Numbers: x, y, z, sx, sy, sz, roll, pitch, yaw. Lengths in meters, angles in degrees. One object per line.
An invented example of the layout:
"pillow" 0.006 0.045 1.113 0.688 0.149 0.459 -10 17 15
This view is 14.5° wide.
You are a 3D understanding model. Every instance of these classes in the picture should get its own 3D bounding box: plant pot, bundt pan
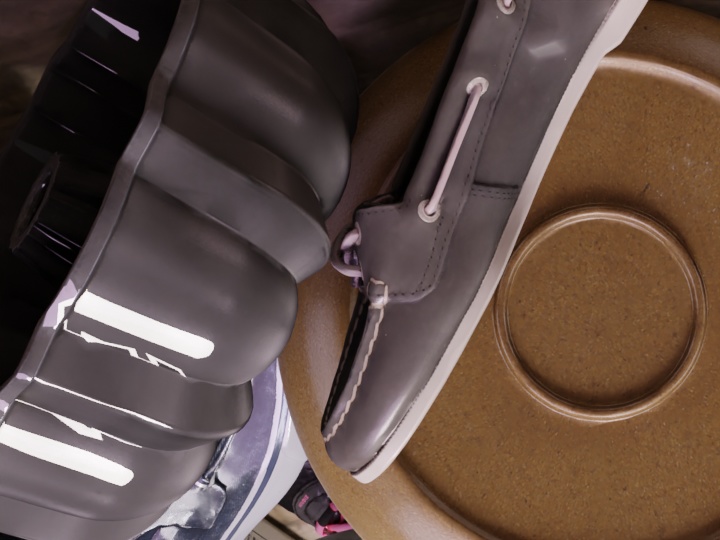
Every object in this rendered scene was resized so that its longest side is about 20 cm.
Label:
"plant pot" 0.073 0.013 0.865 0.199 0.201 0.027 7 176 0
"bundt pan" -0.065 -0.005 0.847 0.075 0.203 0.202 25 146 -16

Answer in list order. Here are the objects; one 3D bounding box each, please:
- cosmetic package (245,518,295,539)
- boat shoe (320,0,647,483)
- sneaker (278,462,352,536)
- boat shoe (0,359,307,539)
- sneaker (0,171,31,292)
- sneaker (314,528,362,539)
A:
"cosmetic package" -0.094 0.142 1.219 0.073 0.104 0.200 -13 144 32
"boat shoe" 0.027 -0.039 0.814 0.057 0.201 0.067 27 -178 -7
"sneaker" 0.026 0.103 1.133 0.199 0.096 0.079 16 152 -14
"boat shoe" -0.082 0.074 0.979 0.091 0.071 0.201 -10 139 -39
"sneaker" -0.125 0.006 1.044 0.115 0.076 0.201 13 162 30
"sneaker" 0.051 0.167 1.054 0.199 0.107 0.075 21 132 -33
